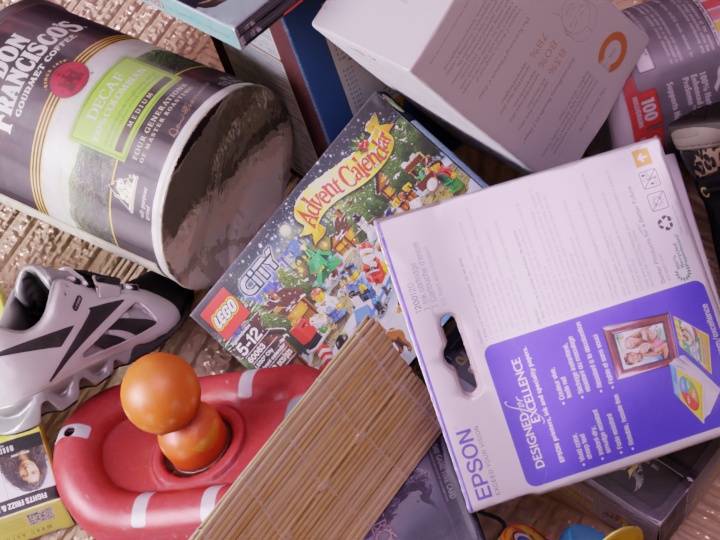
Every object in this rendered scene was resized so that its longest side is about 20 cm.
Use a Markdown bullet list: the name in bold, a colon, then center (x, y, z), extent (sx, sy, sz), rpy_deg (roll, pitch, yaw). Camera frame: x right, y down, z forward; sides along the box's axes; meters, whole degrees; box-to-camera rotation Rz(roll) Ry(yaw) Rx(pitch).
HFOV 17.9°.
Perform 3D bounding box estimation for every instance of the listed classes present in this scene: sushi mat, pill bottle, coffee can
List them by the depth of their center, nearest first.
- **sushi mat**: center (-0.023, 0.130, 1.422), extent (0.012, 0.096, 0.200), rpy_deg (-1, 44, 52)
- **coffee can**: center (-0.167, -0.089, 1.584), extent (0.199, 0.147, 0.147), rpy_deg (23, 63, 28)
- **pill bottle**: center (0.252, -0.148, 1.637), extent (0.198, 0.116, 0.116), rpy_deg (-19, 61, -8)

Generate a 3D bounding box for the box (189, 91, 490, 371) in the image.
- **box**: center (0.000, 0.000, 1.534), extent (0.136, 0.038, 0.200), rpy_deg (41, 101, 5)

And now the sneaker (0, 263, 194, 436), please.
- **sneaker**: center (-0.186, 0.027, 1.537), extent (0.074, 0.089, 0.200), rpy_deg (-10, 17, 37)

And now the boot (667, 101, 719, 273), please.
- **boot**: center (0.293, -0.035, 1.512), extent (0.073, 0.152, 0.199), rpy_deg (-25, 17, -32)

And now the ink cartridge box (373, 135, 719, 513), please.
- **ink cartridge box**: center (0.128, 0.035, 1.457), extent (0.198, 0.043, 0.200), rpy_deg (-16, 79, -10)

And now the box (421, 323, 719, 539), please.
- **box**: center (0.165, 0.072, 1.554), extent (0.199, 0.048, 0.159), rpy_deg (33, 66, 19)

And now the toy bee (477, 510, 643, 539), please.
- **toy bee**: center (0.114, 0.206, 1.448), extent (0.199, 0.108, 0.132), rpy_deg (20, 107, 27)

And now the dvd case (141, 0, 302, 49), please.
- **dvd case**: center (-0.054, -0.230, 1.506), extent (0.200, 0.022, 0.146), rpy_deg (-40, 44, -21)

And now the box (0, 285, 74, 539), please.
- **box**: center (-0.258, 0.090, 1.563), extent (0.075, 0.050, 0.201), rpy_deg (-17, 61, -6)

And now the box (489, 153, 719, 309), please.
- **box**: center (0.166, 0.022, 1.535), extent (0.143, 0.036, 0.201), rpy_deg (-10, 58, -4)

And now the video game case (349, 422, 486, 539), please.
- **video game case**: center (-0.025, 0.173, 1.466), extent (0.199, 0.019, 0.143), rpy_deg (-27, 38, 5)

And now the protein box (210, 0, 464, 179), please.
- **protein box**: center (0.008, -0.186, 1.603), extent (0.198, 0.201, 0.135), rpy_deg (-37, 43, -17)

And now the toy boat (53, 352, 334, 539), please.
- **toy boat**: center (-0.113, 0.104, 1.476), extent (0.198, 0.131, 0.131), rpy_deg (-8, 45, 26)

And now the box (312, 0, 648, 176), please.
- **box**: center (0.083, -0.156, 1.504), extent (0.097, 0.200, 0.125), rpy_deg (30, 87, 40)
